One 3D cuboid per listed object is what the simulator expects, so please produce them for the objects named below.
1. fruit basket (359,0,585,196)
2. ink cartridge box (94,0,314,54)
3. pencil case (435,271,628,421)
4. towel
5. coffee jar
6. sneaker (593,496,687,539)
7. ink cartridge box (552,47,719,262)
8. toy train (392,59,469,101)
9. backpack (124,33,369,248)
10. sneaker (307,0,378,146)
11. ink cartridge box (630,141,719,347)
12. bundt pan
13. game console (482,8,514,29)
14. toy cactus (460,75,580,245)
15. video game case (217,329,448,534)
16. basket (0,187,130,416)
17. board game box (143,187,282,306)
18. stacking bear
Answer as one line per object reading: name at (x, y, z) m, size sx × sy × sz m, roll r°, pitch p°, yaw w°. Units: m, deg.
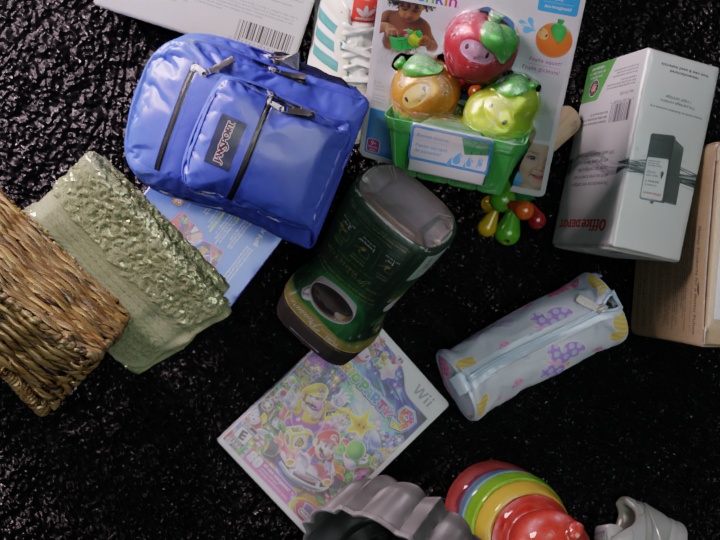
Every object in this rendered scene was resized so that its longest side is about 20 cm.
fruit basket at (0.095, -0.172, 1.065) m, size 0.185 × 0.094 × 0.200 m, roll 14°, pitch 125°, yaw 9°
ink cartridge box at (-0.133, -0.307, 1.115) m, size 0.200 × 0.045 × 0.176 m, roll 16°, pitch 115°, yaw -14°
pencil case at (0.177, 0.078, 1.213) m, size 0.200 × 0.091 × 0.083 m, roll -26°, pitch 98°, yaw -10°
towel at (-0.229, -0.003, 1.109) m, size 0.148 × 0.036 × 0.200 m, roll -35°, pitch 103°, yaw 23°
coffee jar at (0.000, 0.000, 1.114) m, size 0.104 × 0.200 × 0.085 m, roll 41°, pitch 41°, yaw 5°
sneaker at (0.271, 0.329, 1.236) m, size 0.100 × 0.075 × 0.200 m, roll 37°, pitch 52°, yaw -5°
ink cartridge box at (0.277, -0.112, 1.202) m, size 0.083 × 0.147 × 0.200 m, roll 12°, pitch 90°, yaw -14°
toy train at (0.050, -0.189, 1.199) m, size 0.200 × 0.034 × 0.046 m, roll 2°, pitch 73°, yaw -13°
backpack at (-0.107, -0.127, 1.048) m, size 0.200 × 0.168 × 0.163 m, roll 22°, pitch 97°, yaw -5°
sneaker at (-0.009, -0.223, 1.125) m, size 0.070 × 0.093 × 0.200 m, roll 3°, pitch 83°, yaw -12°
ink cartridge box at (0.352, -0.025, 1.213) m, size 0.075 × 0.165 × 0.200 m, roll 4°, pitch 92°, yaw -13°
bundt pan at (0.044, 0.278, 1.147) m, size 0.202 × 0.202 × 0.076 m, roll 49°, pitch 53°, yaw -10°
game console at (0.151, -0.346, 1.184) m, size 0.116 × 0.176 × 0.200 m, roll 31°, pitch 84°, yaw 16°
toy cactus at (0.165, -0.128, 1.197) m, size 0.165 × 0.102 × 0.200 m, roll -30°, pitch 112°, yaw -30°
video game case at (-0.026, 0.155, 1.205) m, size 0.200 × 0.018 × 0.143 m, roll -43°, pitch 100°, yaw -9°
basket at (-0.333, 0.043, 1.044) m, size 0.149 × 0.143 × 0.200 m, roll -40°, pitch 102°, yaw 17°
board game box at (-0.129, -0.075, 1.159) m, size 0.134 × 0.045 × 0.200 m, roll 39°, pitch 83°, yaw -11°
stacking bear at (0.162, 0.259, 1.159) m, size 0.121 × 0.200 × 0.114 m, roll -42°, pitch 100°, yaw -8°
